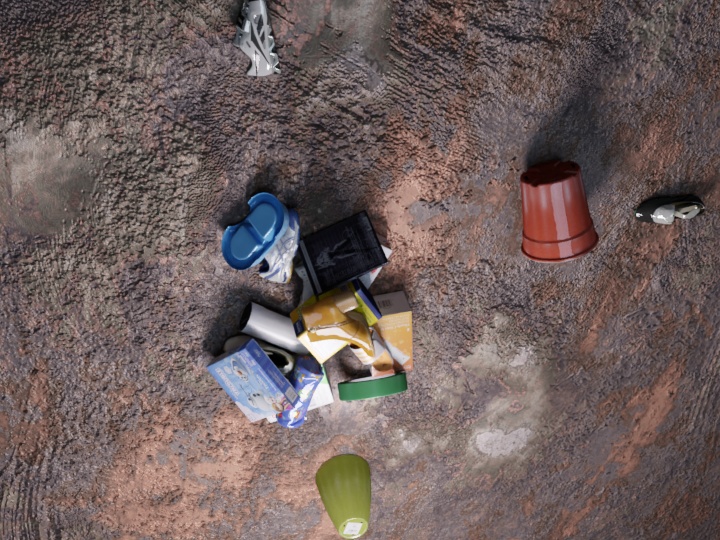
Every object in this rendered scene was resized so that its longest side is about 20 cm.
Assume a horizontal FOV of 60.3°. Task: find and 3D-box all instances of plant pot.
[{"bbox_3d":[-0.038,0.723,1.941,0.181,0.202,0.192,-6,123,-10],"label":"plant pot"},{"bbox_3d":[0.489,-0.157,1.559,0.195,0.202,0.200,-18,115,-2],"label":"plant pot"}]

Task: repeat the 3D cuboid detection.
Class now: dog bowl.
[{"bbox_3d":[-0.245,-0.090,1.465,0.200,0.112,0.049,-47,164,15],"label":"dog bowl"}]

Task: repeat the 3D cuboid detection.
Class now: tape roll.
[{"bbox_3d":[0.034,0.323,1.729,0.194,0.200,0.050,-9,84,-8],"label":"tape roll"}]

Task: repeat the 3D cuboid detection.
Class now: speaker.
[{"bbox_3d":[-0.218,0.154,1.628,0.196,0.082,0.082,24,113,-25],"label":"speaker"}]

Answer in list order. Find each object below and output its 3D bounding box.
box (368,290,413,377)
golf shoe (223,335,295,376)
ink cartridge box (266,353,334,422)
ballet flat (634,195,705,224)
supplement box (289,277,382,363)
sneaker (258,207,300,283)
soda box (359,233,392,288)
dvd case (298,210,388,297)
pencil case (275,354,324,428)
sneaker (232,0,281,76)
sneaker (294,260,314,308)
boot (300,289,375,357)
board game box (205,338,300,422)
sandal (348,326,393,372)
[{"bbox_3d":[0.074,0.175,1.702,0.120,0.098,0.205,-10,123,-7],"label":"box"},{"bbox_3d":[-0.265,0.215,1.622,0.194,0.097,0.081,16,76,-2],"label":"golf shoe"},{"bbox_3d":[-0.186,0.320,1.732,0.194,0.085,0.149,-17,122,-3],"label":"ink cartridge box"},{"bbox_3d":[0.859,-0.166,1.705,0.194,0.069,0.070,-13,124,-6],"label":"ballet flat"},{"bbox_3d":[-0.063,0.111,1.541,0.198,0.110,0.109,-37,123,5],"label":"supplement box"},{"bbox_3d":[-0.200,-0.059,1.509,0.085,0.076,0.205,6,118,-16],"label":"sneaker"},{"bbox_3d":[0.000,0.000,1.599,0.067,0.064,0.203,23,112,-25],"label":"soda box"},{"bbox_3d":[-0.047,-0.042,1.518,0.195,0.152,0.016,-24,158,-2],"label":"dvd case"},{"bbox_3d":[-0.159,0.326,1.646,0.085,0.079,0.204,17,113,-14],"label":"pencil case"},{"bbox_3d":[-0.221,-0.490,1.246,0.086,0.075,0.205,-14,122,-7],"label":"sneaker"},{"bbox_3d":[-0.135,0.035,1.591,0.114,0.074,0.201,35,105,-20],"label":"sneaker"},{"bbox_3d":[-0.053,0.145,1.465,0.140,0.071,0.205,-22,120,3],"label":"boot"},{"bbox_3d":[-0.281,0.290,1.608,0.197,0.044,0.202,-26,106,42],"label":"board game box"},{"bbox_3d":[0.037,0.217,1.612,0.078,0.060,0.207,-34,130,8],"label":"sandal"}]
